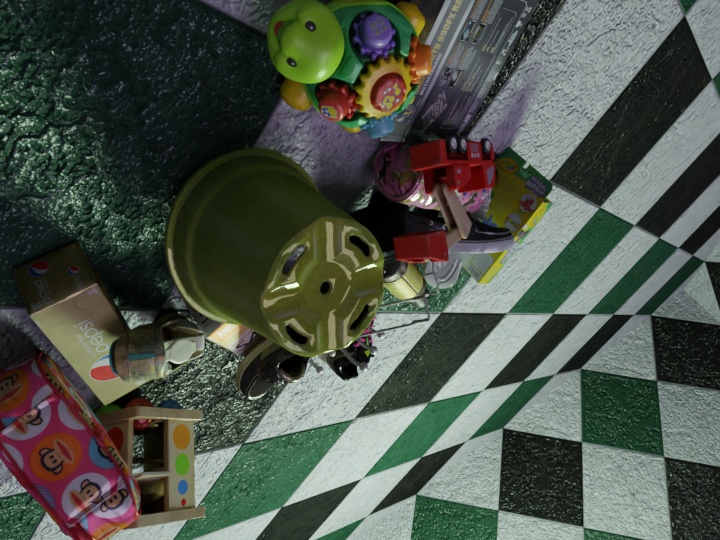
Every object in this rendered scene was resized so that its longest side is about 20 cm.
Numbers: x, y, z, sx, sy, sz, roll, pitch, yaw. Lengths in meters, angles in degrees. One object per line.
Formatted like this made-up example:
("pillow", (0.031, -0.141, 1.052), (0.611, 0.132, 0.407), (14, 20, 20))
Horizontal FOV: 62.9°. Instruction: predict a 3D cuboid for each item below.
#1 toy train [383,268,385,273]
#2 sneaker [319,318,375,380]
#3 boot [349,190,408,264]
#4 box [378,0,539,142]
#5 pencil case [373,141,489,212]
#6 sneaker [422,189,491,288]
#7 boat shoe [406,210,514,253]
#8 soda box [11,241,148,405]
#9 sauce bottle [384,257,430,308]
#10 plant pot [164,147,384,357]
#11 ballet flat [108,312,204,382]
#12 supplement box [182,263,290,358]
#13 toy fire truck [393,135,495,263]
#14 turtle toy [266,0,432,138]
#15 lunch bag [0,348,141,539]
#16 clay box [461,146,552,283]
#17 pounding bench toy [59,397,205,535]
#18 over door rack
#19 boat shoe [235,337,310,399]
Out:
("toy train", (-0.018, 0.041, 0.728), (0.201, 0.045, 0.035), (120, -8, -60))
("sneaker", (-0.002, 0.114, 1.017), (0.073, 0.088, 0.202), (-7, 136, -44))
("boot", (0.000, 0.000, 0.779), (0.201, 0.075, 0.170), (-63, 176, -64))
("box", (0.103, -0.248, 0.695), (0.157, 0.048, 0.202), (-9, 138, -42))
("pencil case", (0.106, -0.130, 0.820), (0.198, 0.083, 0.088), (2, 119, -50))
("sneaker", (0.150, -0.074, 0.972), (0.081, 0.075, 0.203), (-89, -159, -74))
("boat shoe", (0.141, -0.062, 0.896), (0.196, 0.069, 0.058), (2, 106, -6))
("soda box", (-0.292, 0.064, 0.639), (0.067, 0.064, 0.202), (-28, 149, -20))
("sauce bottle", (0.074, 0.018, 1.001), (0.065, 0.065, 0.200), (-41, 150, 2))
("plant pot", (-0.075, -0.010, 0.598), (0.198, 0.183, 0.204), (-13, 113, -31))
("ballet flat", (-0.215, 0.086, 0.674), (0.070, 0.071, 0.200), (-41, 180, 2))
("supplement box", (-0.128, 0.056, 0.807), (0.126, 0.074, 0.200), (-41, 150, 1))
("toy fire truck", (0.109, -0.089, 0.720), (0.198, 0.048, 0.144), (-12, 97, -51))
("turtle toy", (-0.010, -0.201, 0.569), (0.198, 0.102, 0.147), (9, 125, -44))
("lunch bag", (-0.315, 0.181, 0.629), (0.081, 0.202, 0.175), (-34, -166, -21))
("clay box", (0.230, -0.091, 0.986), (0.047, 0.115, 0.201), (1, 131, -50))
("pounding bench toy", (-0.328, 0.265, 0.799), (0.197, 0.159, 0.124), (-16, 159, 23))
("over door rack", (0.030, 0.086, 0.884), (0.198, 0.067, 0.148), (-27, -173, 17))
("boat shoe", (-0.103, 0.119, 0.771), (0.072, 0.065, 0.201), (-8, 145, -44))
